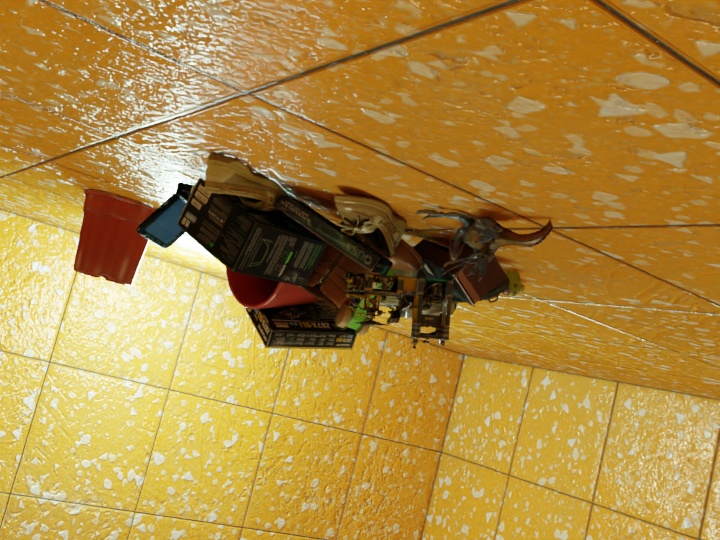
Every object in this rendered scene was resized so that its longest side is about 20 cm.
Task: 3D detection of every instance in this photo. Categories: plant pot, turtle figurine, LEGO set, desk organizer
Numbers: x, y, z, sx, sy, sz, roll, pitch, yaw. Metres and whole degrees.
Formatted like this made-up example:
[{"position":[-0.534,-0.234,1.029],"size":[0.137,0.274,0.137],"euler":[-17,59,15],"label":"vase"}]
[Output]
[{"position":[-0.147,-0.015,1.760],"size":[0.176,0.203,0.199],"euler":[7,180,-45],"label":"plant pot"},{"position":[0.242,0.028,1.703],"size":[0.198,0.065,0.161],"euler":[16,172,-7],"label":"turtle figurine"},{"position":[0.064,0.069,1.444],"size":[0.198,0.117,0.154],"euler":[6,178,-22],"label":"LEGO set"},{"position":[0.165,-0.013,1.496],"size":[0.072,0.077,0.200],"euler":[54,173,-22],"label":"desk organizer"},{"position":[-0.610,-0.074,2.133],"size":[0.199,0.197,0.201],"euler":[14,172,2],"label":"plant pot"}]

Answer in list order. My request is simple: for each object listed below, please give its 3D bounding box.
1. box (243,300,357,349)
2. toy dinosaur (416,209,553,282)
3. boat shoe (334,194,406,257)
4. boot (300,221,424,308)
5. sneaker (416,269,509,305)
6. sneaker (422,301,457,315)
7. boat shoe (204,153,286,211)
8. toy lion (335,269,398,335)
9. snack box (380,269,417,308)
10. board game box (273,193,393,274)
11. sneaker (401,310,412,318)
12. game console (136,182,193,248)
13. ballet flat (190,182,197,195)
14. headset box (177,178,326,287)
[{"position":[-0.127,0.101,1.799],"size":[0.198,0.050,0.160],"euler":[4,-149,-30],"label":"box"},{"position":[0.180,-0.037,1.287],"size":[0.198,0.106,0.182],"euler":[1,-169,10],"label":"toy dinosaur"},{"position":[0.018,-0.073,1.398],"size":[0.073,0.063,0.200],"euler":[10,171,32],"label":"boat shoe"},{"position":[0.000,0.000,1.536],"size":[0.199,0.156,0.077],"euler":[24,153,23],"label":"boot"},{"position":[0.183,0.016,1.609],"size":[0.199,0.092,0.076],"euler":[-6,-178,36],"label":"sneaker"},{"position":[0.171,0.038,1.777],"size":[0.075,0.077,0.200],"euler":[-26,-170,25],"label":"sneaker"},{"position":[-0.186,-0.128,1.397],"size":[0.073,0.064,0.200],"euler":[12,172,23],"label":"boat shoe"},{"position":[0.006,0.019,1.785],"size":[0.068,0.193,0.200],"euler":[20,131,-21],"label":"toy lion"},{"position":[0.067,0.017,1.770],"size":[0.037,0.117,0.200],"euler":[18,172,-27],"label":"snack box"},{"position":[-0.043,-0.059,1.452],"size":[0.199,0.028,0.135],"euler":[34,-176,12],"label":"board game box"},{"position":[0.092,0.043,1.918],"size":[0.198,0.116,0.075],"euler":[18,172,-23],"label":"sneaker"},{"position":[-0.323,-0.093,1.726],"size":[0.174,0.118,0.200],"euler":[14,173,6],"label":"game console"},{"position":[-0.256,-0.114,1.590],"size":[0.069,0.070,0.201],"euler":[11,150,26],"label":"ballet flat"},{"position":[-0.182,-0.063,1.499],"size":[0.174,0.093,0.199],"euler":[36,-167,35],"label":"headset box"}]
